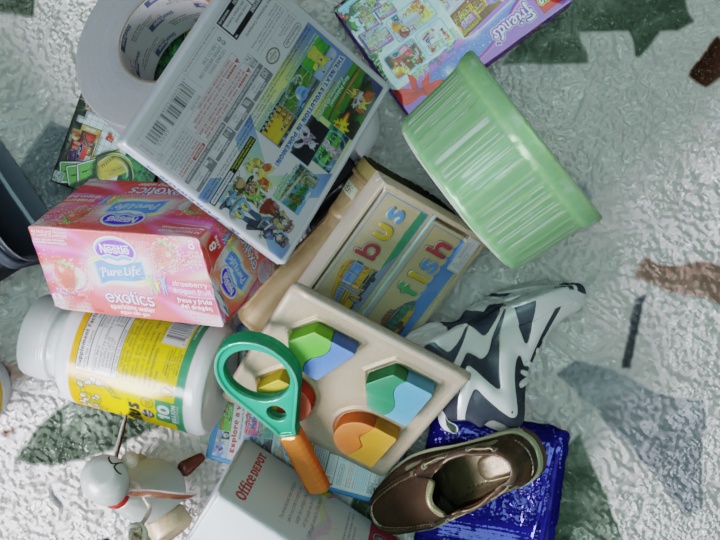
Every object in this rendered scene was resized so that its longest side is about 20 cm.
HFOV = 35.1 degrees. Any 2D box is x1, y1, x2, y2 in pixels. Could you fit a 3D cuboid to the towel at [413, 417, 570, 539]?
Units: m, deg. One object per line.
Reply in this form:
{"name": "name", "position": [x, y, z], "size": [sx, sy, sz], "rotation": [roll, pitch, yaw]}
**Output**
{"name": "towel", "position": [0.130, 0.249, 1.150], "size": [0.147, 0.050, 0.201], "rotation": [7, 92, 2]}

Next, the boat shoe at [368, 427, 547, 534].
{"name": "boat shoe", "position": [0.077, 0.205, 1.086], "size": [0.202, 0.075, 0.075], "rotation": [-33, 82, 31]}

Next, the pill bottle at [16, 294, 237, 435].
{"name": "pill bottle", "position": [-0.232, 0.087, 1.129], "size": [0.199, 0.113, 0.113], "rotation": [13, 92, 10]}

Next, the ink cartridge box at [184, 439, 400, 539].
{"name": "ink cartridge box", "position": [-0.063, 0.271, 1.104], "size": [0.200, 0.146, 0.083], "rotation": [34, 104, -2]}

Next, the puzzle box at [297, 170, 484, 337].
{"name": "puzzle box", "position": [0.013, 0.015, 1.090], "size": [0.133, 0.025, 0.200], "rotation": [26, 110, -27]}

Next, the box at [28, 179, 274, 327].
{"name": "box", "position": [-0.196, -0.020, 1.071], "size": [0.199, 0.103, 0.095], "rotation": [5, 124, 28]}

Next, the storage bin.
{"name": "storage bin", "position": [-0.418, -0.056, 1.136], "size": [0.134, 0.146, 0.200], "rotation": [-36, 89, 14]}

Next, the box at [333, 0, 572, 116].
{"name": "box", "position": [0.092, -0.263, 1.142], "size": [0.200, 0.039, 0.137], "rotation": [-35, 89, 4]}

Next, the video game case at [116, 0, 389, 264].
{"name": "video game case", "position": [-0.088, -0.138, 1.002], "size": [0.182, 0.022, 0.201], "rotation": [37, 73, -25]}

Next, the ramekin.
{"name": "ramekin", "position": [0.128, -0.098, 1.070], "size": [0.098, 0.200, 0.200], "rotation": [-38, 89, 11]}

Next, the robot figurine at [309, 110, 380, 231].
{"name": "robot figurine", "position": [-0.074, -0.119, 1.116], "size": [0.200, 0.150, 0.125], "rotation": [-41, 48, 4]}

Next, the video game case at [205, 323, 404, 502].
{"name": "video game case", "position": [-0.047, 0.149, 1.173], "size": [0.199, 0.018, 0.144], "rotation": [15, 93, 3]}

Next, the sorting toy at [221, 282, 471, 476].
{"name": "sorting toy", "position": [-0.020, 0.113, 1.070], "size": [0.184, 0.037, 0.200], "rotation": [28, 134, -9]}

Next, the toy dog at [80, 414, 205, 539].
{"name": "toy dog", "position": [-0.199, 0.202, 1.100], "size": [0.096, 0.200, 0.132], "rotation": [-40, 94, -10]}

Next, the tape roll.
{"name": "tape roll", "position": [-0.168, -0.208, 1.081], "size": [0.199, 0.066, 0.201], "rotation": [-8, 66, 19]}

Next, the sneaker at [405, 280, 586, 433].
{"name": "sneaker", "position": [0.147, 0.094, 1.119], "size": [0.198, 0.079, 0.130], "rotation": [-23, 104, -28]}

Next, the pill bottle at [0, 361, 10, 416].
{"name": "pill bottle", "position": [-0.415, 0.127, 1.102], "size": [0.112, 0.200, 0.113], "rotation": [0, 92, 3]}

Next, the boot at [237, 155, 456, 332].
{"name": "boot", "position": [0.000, 0.000, 1.132], "size": [0.175, 0.066, 0.200], "rotation": [29, 107, -31]}

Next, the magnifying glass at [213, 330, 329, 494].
{"name": "magnifying glass", "position": [-0.075, 0.137, 1.072], "size": [0.079, 0.022, 0.201], "rotation": [-9, 126, 21]}

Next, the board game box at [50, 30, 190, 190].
{"name": "board game box", "position": [-0.237, -0.168, 1.173], "size": [0.104, 0.023, 0.201], "rotation": [19, 93, 0]}
